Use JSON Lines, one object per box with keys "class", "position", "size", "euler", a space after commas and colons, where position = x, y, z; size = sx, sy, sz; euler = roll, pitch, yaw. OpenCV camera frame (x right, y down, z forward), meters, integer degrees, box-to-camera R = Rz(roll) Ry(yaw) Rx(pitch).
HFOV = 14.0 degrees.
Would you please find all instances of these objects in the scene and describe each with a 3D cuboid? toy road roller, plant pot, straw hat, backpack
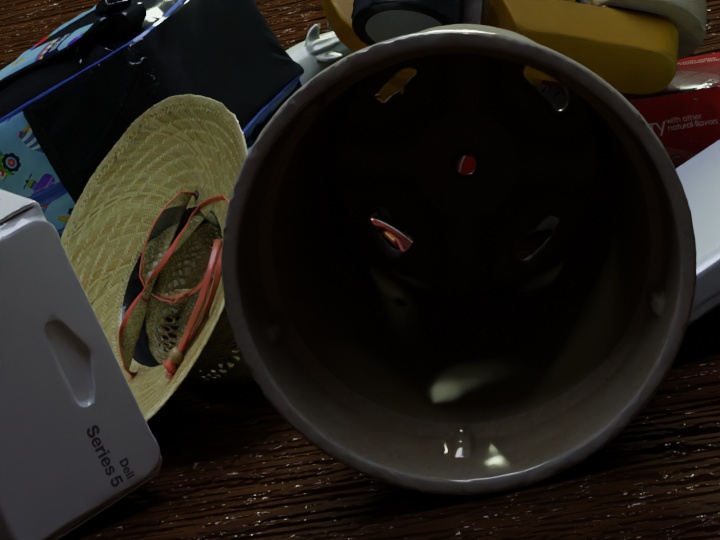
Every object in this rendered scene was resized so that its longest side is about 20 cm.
{"class": "toy road roller", "position": [0.078, -0.149, 1.552], "size": [0.198, 0.124, 0.146], "euler": [8, -25, -4]}
{"class": "plant pot", "position": [0.044, -0.027, 1.306], "size": [0.199, 0.202, 0.184], "euler": [-13, 16, 6]}
{"class": "straw hat", "position": [-0.077, 0.015, 1.455], "size": [0.085, 0.202, 0.201], "euler": [21, -2, -29]}
{"class": "backpack", "position": [-0.144, -0.073, 1.635], "size": [0.199, 0.135, 0.183], "euler": [-29, 9, 24]}

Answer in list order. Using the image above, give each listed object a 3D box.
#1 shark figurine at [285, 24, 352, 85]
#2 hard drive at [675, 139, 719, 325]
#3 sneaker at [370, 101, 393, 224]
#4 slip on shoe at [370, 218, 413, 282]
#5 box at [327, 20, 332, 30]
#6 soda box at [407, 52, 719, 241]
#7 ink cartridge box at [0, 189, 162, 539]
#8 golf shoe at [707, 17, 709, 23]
{"class": "shark figurine", "position": [-0.020, -0.105, 1.825], "size": [0.214, 0.090, 0.128], "euler": [-28, 54, -14]}
{"class": "hard drive", "position": [0.174, -0.027, 1.390], "size": [0.199, 0.027, 0.132], "euler": [-34, 18, 0]}
{"class": "sneaker", "position": [0.028, -0.078, 1.689], "size": [0.199, 0.076, 0.079], "euler": [-24, 17, -27]}
{"class": "slip on shoe", "position": [0.000, 0.000, 1.493], "size": [0.074, 0.062, 0.200], "euler": [-17, 16, 1]}
{"class": "box", "position": [0.072, -0.201, 1.615], "size": [0.155, 0.200, 0.041], "euler": [5, 55, -9]}
{"class": "soda box", "position": [0.117, -0.065, 1.580], "size": [0.199, 0.070, 0.063], "euler": [-7, 20, 25]}
{"class": "ink cartridge box", "position": [-0.192, 0.035, 1.386], "size": [0.084, 0.146, 0.200], "euler": [-32, 22, -20]}
{"class": "golf shoe", "position": [0.119, -0.180, 1.763], "size": [0.088, 0.200, 0.077], "euler": [-5, 44, 54]}
